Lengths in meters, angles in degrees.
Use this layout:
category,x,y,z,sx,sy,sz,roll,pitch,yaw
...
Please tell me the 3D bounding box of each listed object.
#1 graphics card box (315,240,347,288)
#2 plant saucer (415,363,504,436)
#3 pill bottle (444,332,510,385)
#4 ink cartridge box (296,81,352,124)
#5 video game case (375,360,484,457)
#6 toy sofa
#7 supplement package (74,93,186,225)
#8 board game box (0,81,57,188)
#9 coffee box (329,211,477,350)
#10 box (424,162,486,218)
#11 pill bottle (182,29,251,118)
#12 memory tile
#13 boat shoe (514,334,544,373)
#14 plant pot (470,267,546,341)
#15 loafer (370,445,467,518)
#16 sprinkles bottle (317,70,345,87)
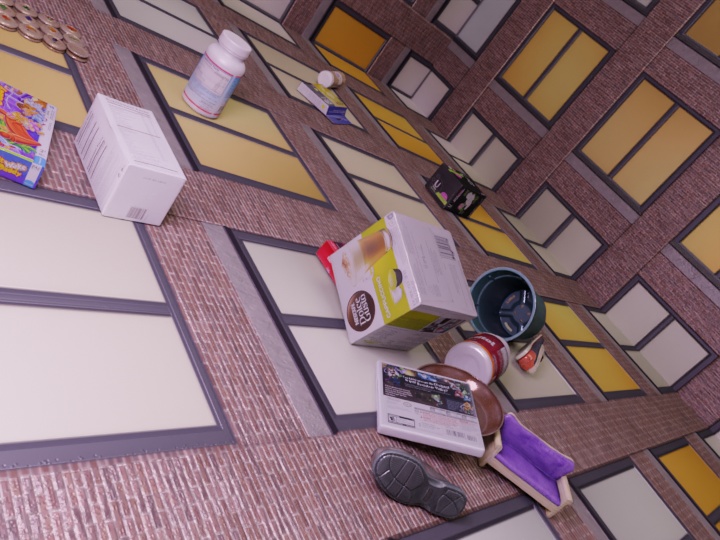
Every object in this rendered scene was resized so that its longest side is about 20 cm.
category,x,y,z,sx,sy,sz,roll,pitch,yaw
graphics card box,0.000,0.000,1.437,0.198,0.051,0.126,11,38,-51
plant saucer,0.187,0.264,1.225,0.196,0.037,0.202,16,29,-9
pill bottle,0.277,0.207,1.421,0.113,0.113,0.199,48,24,18
ink cartridge box,-0.127,-0.649,2.385,0.199,0.047,0.197,42,22,7
video game case,0.123,0.253,1.144,0.196,0.024,0.183,15,29,-8
toy sofa,0.332,0.383,1.217,0.199,0.098,0.083,38,23,-8
supplement package,-0.406,-0.194,1.079,0.113,0.110,0.201,10,38,-49
board game box,-0.565,-0.226,0.975,0.133,0.045,0.202,24,29,-35
coffee box,0.084,0.031,1.269,0.198,0.196,0.203,12,55,-46
box,0.384,-0.320,2.489,0.198,0.125,0.149,13,35,-49
pill bottle,-0.362,-0.499,1.565,0.108,0.201,0.109,32,24,-16
memory tile,-0.698,-0.531,1.341,0.198,0.017,0.154,16,34,-45
boat shoe,0.492,0.236,1.751,0.063,0.071,0.199,51,27,10
plant pot,0.428,0.110,1.745,0.195,0.200,0.201,20,29,-55
loafer,0.085,0.333,0.986,0.199,0.072,0.063,37,2,-25
sprinkles bottle,-0.124,-0.830,2.672,0.068,0.069,0.200,40,23,1
